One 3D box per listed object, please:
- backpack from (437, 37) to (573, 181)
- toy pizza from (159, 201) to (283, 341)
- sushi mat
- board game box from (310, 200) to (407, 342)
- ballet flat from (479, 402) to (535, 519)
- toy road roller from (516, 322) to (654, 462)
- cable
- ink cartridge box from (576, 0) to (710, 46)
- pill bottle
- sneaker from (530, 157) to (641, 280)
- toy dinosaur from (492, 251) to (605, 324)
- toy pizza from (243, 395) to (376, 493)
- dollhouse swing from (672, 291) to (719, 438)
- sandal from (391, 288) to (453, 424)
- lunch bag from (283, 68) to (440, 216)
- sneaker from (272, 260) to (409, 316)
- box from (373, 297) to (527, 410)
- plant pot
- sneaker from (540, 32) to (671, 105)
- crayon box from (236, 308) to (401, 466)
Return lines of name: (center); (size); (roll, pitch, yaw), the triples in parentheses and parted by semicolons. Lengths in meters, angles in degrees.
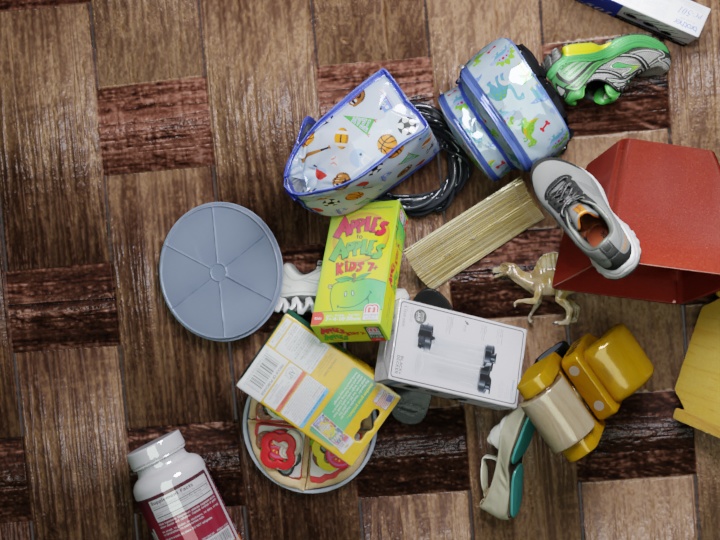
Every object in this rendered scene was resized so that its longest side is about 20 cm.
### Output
backpack: (0.195, -0.210, 1.524); (0.146, 0.200, 0.184); (-35, 91, 5)
toy pizza: (-0.200, 0.002, 1.641); (0.198, 0.032, 0.203); (1, 93, 18)
sushi mat: (0.161, -0.051, 1.602); (0.199, 0.096, 0.012); (-33, 46, 5)
board game box: (0.000, 0.000, 1.562); (0.100, 0.048, 0.202); (-3, 56, 20)
ballet flat: (0.205, 0.263, 1.604); (0.069, 0.070, 0.202); (9, 112, 4)
toy road roller: (0.313, 0.152, 1.540); (0.146, 0.200, 0.123); (-37, 90, 28)
cable: (0.063, -0.163, 1.618); (0.198, 0.051, 0.165); (6, 89, 8)
ink cartridge box: (0.372, -0.372, 1.554); (0.198, 0.094, 0.045); (24, 95, 3)
pill bottle: (-0.258, 0.340, 1.636); (0.112, 0.113, 0.202); (-25, 90, 5)
sneaker: (0.271, -0.078, 1.393); (0.074, 0.079, 0.201); (-43, 49, 12)
toy dinosaur: (0.288, 0.024, 1.602); (0.198, 0.058, 0.102); (-1, 92, 4)
toy pizza: (-0.075, 0.227, 1.648); (0.198, 0.032, 0.203); (0, 93, 5)
dollhouse swing: (0.582, 0.148, 1.599); (0.181, 0.175, 0.202); (22, 97, 44)
sandal: (0.091, 0.127, 1.629); (0.074, 0.045, 0.202); (13, 94, 4)
lunch bag: (-0.008, -0.157, 1.516); (0.199, 0.170, 0.124); (-39, 78, 5)
sneaker: (-0.028, 0.026, 1.623); (0.198, 0.075, 0.082); (1, 85, 4)
box: (0.126, 0.119, 1.572); (0.198, 0.060, 0.118); (13, 75, -17)
plant pot: (0.386, -0.068, 1.517); (0.198, 0.200, 0.178); (7, 78, -9)
sneaker: (0.342, -0.265, 1.542); (0.198, 0.078, 0.086); (-14, 73, -22)
crayon box: (-0.058, 0.164, 1.588); (0.199, 0.052, 0.126); (36, 96, -4)
